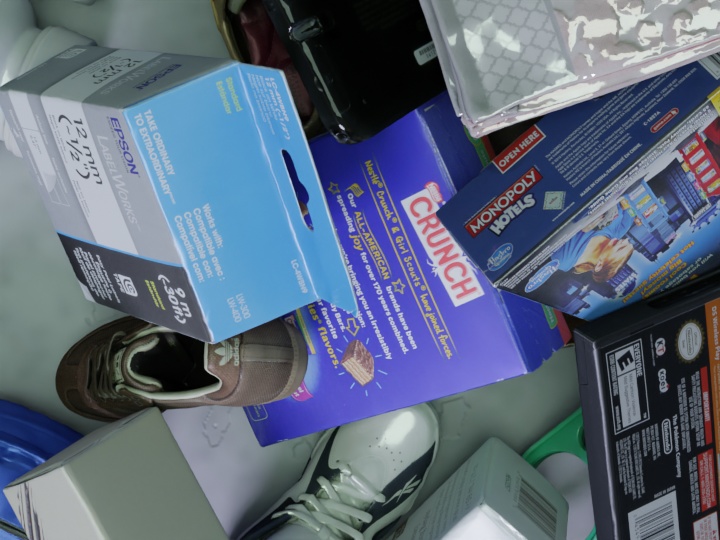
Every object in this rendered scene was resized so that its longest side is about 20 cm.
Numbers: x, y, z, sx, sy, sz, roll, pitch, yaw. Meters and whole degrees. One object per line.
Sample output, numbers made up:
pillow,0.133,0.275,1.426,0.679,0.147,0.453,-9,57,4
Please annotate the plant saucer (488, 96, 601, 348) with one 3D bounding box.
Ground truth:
plant saucer,0.113,-0.045,0.903,0.200,0.032,0.201,1,114,2

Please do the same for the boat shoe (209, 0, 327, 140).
boat shoe,-0.058,-0.174,0.891,0.074,0.066,0.200,-21,95,5

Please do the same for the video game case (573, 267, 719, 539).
video game case,0.215,0.093,0.858,0.180,0.025,0.200,-20,117,-20

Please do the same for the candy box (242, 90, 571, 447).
candy box,0.000,0.000,0.869,0.200,0.077,0.169,-18,98,34

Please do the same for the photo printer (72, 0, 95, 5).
photo printer,-0.211,-0.282,0.878,0.166,0.069,0.200,20,97,-2

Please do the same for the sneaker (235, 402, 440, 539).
sneaker,-0.023,0.164,0.903,0.199,0.130,0.080,-41,97,6

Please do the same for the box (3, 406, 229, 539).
box,-0.115,0.187,0.828,0.068,0.082,0.200,-25,93,42

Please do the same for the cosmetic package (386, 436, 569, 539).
cosmetic package,0.038,0.207,0.902,0.074,0.102,0.200,42,109,-4

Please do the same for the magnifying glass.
magnifying glass,0.152,0.099,0.918,0.080,0.022,0.200,36,105,41

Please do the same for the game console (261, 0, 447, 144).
game console,-0.028,-0.162,0.801,0.116,0.200,0.176,-19,102,40

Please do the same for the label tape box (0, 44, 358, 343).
label tape box,-0.101,-0.040,0.782,0.066,0.200,0.143,-34,121,-29

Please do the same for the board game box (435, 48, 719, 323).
board game box,0.169,-0.040,0.808,0.200,0.200,0.062,-41,56,6

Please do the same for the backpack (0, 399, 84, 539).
backpack,-0.233,0.191,0.895,0.162,0.168,0.200,27,93,-9

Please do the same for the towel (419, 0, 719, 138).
towel,0.108,-0.188,0.705,0.191,0.032,0.200,-20,86,11

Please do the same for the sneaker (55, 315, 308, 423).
sneaker,-0.127,0.052,0.863,0.200,0.075,0.071,-11,75,36

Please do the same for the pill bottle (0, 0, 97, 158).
pill bottle,-0.267,-0.135,0.878,0.200,0.112,0.112,20,97,-2
